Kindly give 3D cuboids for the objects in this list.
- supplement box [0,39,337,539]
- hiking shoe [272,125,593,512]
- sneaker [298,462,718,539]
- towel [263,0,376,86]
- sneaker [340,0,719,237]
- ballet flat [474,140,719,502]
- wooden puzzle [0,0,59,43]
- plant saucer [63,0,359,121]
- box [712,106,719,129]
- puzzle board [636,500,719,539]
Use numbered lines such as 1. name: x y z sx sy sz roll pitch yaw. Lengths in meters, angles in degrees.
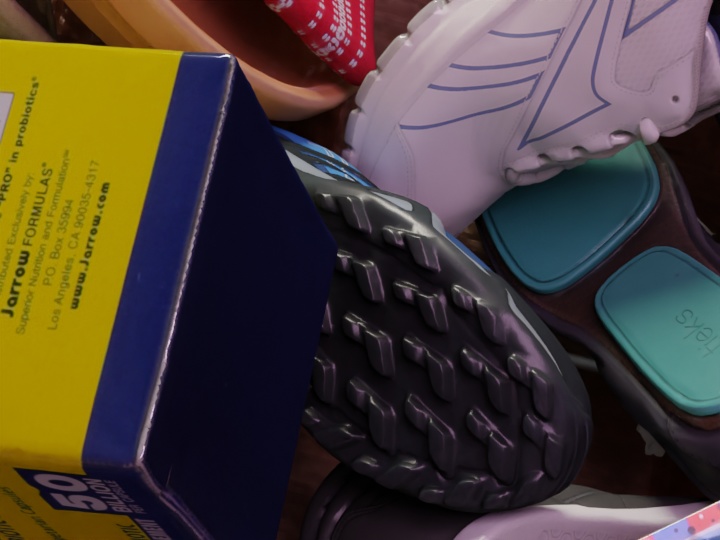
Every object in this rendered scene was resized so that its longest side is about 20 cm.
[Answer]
1. supplement box: -0.121 0.011 0.656 0.199 0.109 0.110 5 67 17
2. hiking shoe: 0.000 0.000 0.744 0.200 0.075 0.086 36 22 31
3. sneaker: 0.065 0.091 0.782 0.199 0.099 0.071 13 94 -44
4. towel: -0.055 -0.164 0.782 0.200 0.022 0.145 46 28 -32
5. sneaker: 0.066 -0.064 0.769 0.087 0.200 0.074 47 33 12
6. ballet flat: 0.091 0.010 0.803 0.073 0.073 0.200 -6 32 -19
7. wooden puzzle: -0.144 -0.160 0.765 0.037 0.185 0.201 -20 72 8
8. plant saucer: -0.068 -0.132 0.792 0.200 0.037 0.201 45 27 -31
9. box: 0.191 -0.030 0.834 0.192 0.047 0.201 0 66 -48
10. puzzle board: 0.061 0.160 0.658 0.199 0.017 0.151 -24 84 -12
